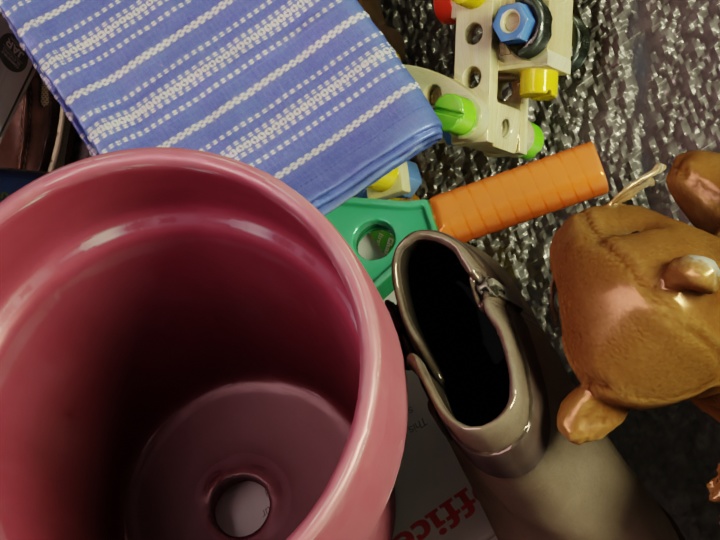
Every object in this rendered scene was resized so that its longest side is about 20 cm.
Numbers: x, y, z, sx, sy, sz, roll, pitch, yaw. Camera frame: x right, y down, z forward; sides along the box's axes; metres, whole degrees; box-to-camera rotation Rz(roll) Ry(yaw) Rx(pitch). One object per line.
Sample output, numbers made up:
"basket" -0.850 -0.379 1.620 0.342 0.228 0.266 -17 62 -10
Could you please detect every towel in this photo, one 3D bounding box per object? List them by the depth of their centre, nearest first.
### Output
"towel" -0.071 -0.101 1.107 0.144 0.024 0.201 -33 73 -4

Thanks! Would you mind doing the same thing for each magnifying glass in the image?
"magnifying glass" 0.015 -0.015 1.088 0.198 0.022 0.080 -18 63 2

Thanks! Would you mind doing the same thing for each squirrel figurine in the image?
"squirrel figurine" 0.165 0.039 0.940 0.142 0.186 0.201 -47 58 28

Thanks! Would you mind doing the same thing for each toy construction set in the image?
"toy construction set" 0.040 -0.132 1.140 0.130 0.092 0.202 -4 94 37

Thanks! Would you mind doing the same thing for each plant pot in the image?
"plant pot" -0.066 0.075 0.981 0.198 0.179 0.202 -6 67 14

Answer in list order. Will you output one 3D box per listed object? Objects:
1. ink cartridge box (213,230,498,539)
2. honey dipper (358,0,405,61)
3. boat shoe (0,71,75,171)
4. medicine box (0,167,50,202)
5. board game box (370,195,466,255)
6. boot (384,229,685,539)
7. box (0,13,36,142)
"ink cartridge box" -0.015 0.082 1.111 0.144 0.085 0.201 -34 62 -1
"honey dipper" -0.018 -0.192 1.242 0.038 0.038 0.201 -32 69 38
"boat shoe" -0.212 -0.136 1.395 0.074 0.075 0.204 -3 85 44
"medicine box" -0.175 0.049 1.274 0.102 0.181 0.202 4 90 44
"board game box" 0.000 0.000 1.215 0.200 0.030 0.096 46 118 38
"boot" 0.069 0.078 0.963 0.070 0.146 0.201 -33 63 4
"box" -0.227 -0.087 1.190 0.116 0.060 0.201 -7 49 37
